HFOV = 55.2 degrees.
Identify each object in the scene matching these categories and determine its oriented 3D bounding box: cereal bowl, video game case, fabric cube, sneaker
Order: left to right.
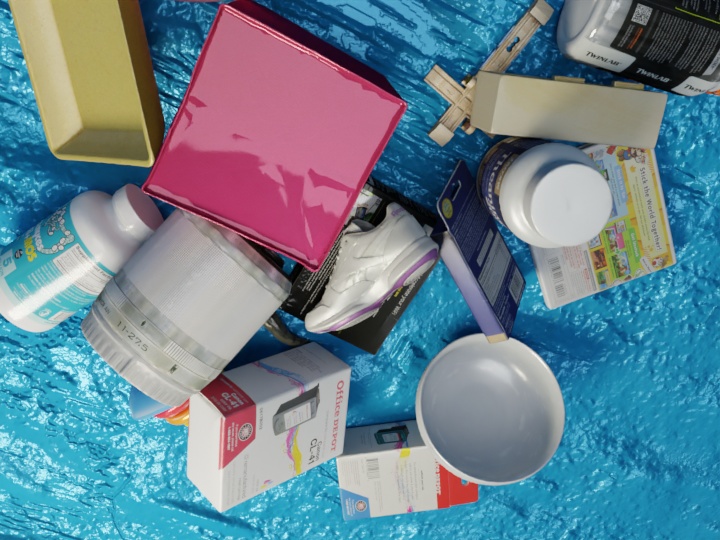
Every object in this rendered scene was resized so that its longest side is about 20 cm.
[{"bbox_3d":[-0.089,-0.151,0.736,0.195,0.200,0.201,26,109,-15],"label":"fabric cube"},{"bbox_3d":[0.000,0.000,0.828,0.200,0.075,0.100,-39,78,24],"label":"sneaker"},{"bbox_3d":[0.166,0.189,0.932,0.199,0.083,0.201,3,70,-9],"label":"cereal bowl"},{"bbox_3d":[0.306,-0.066,0.900,0.181,0.023,0.201,-21,112,4],"label":"video game case"}]

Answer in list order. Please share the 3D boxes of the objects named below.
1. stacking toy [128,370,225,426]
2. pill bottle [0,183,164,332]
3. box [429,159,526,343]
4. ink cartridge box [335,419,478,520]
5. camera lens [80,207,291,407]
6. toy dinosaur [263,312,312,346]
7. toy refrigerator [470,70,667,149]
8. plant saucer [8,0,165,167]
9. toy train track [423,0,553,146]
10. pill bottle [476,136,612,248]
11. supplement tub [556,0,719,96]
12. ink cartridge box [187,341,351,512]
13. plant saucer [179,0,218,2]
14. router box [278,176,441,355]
[{"bbox_3d":[-0.199,0.178,0.930,0.109,0.117,0.200,-25,132,29],"label":"stacking toy"},{"bbox_3d":[-0.333,-0.020,0.819,0.199,0.111,0.111,-32,112,8],"label":"pill bottle"},{"bbox_3d":[0.143,-0.025,0.853,0.032,0.121,0.201,-14,117,34],"label":"box"},{"bbox_3d":[0.066,0.285,1.003,0.199,0.067,0.117,-6,114,-2],"label":"ink cartridge box"},{"bbox_3d":[-0.189,0.030,0.778,0.160,0.160,0.200,43,85,-19],"label":"camera lens"},{"bbox_3d":[-0.150,0.051,0.901,0.088,0.047,0.200,-32,115,2],"label":"toy dinosaur"},{"bbox_3d":[0.235,-0.187,0.787,0.199,0.076,0.070,4,109,-11],"label":"toy refrigerator"},{"bbox_3d":[-0.282,-0.218,0.729,0.199,0.048,0.201,10,117,36],"label":"plant saucer"},{"bbox_3d":[0.154,-0.230,0.812,0.114,0.033,0.200,35,105,-17],"label":"toy train track"},{"bbox_3d":[0.200,-0.088,0.763,0.110,0.200,0.112,-1,105,-2],"label":"pill bottle"},{"bbox_3d":[0.332,-0.268,0.763,0.199,0.123,0.123,15,111,-10],"label":"supplement tub"},{"bbox_3d":[-0.115,0.194,0.885,0.199,0.085,0.148,-15,121,-39],"label":"ink cartridge box"},{"bbox_3d":[-0.188,-0.329,0.669,0.199,0.201,0.051,5,85,-7],"label":"plant saucer"},{"bbox_3d":[0.005,-0.007,0.884,0.149,0.051,0.200,28,108,-17],"label":"router box"}]
